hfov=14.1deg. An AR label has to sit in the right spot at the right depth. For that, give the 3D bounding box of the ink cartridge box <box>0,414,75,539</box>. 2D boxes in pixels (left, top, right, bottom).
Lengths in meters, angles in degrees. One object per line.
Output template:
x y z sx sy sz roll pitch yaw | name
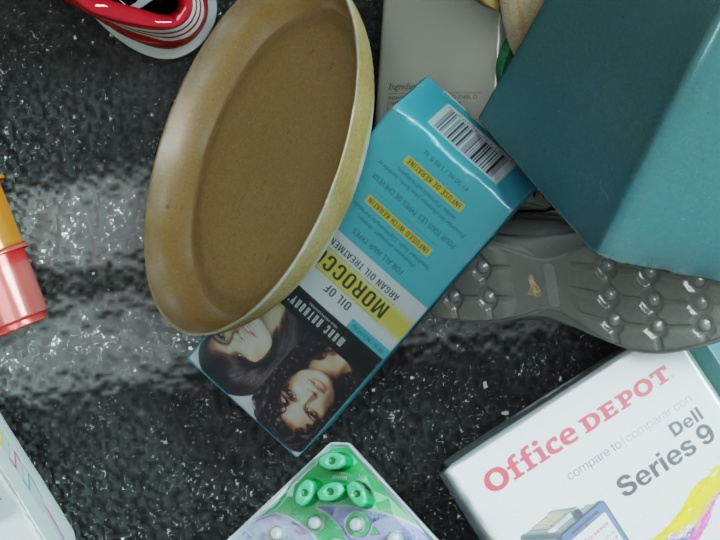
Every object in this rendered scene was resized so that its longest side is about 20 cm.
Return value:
-0.224 0.135 1.461 0.129 0.200 0.125 -31 100 -2 | ink cartridge box

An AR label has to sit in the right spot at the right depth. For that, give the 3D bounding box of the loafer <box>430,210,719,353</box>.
0.122 -0.001 1.507 0.200 0.070 0.070 9 116 35 | loafer

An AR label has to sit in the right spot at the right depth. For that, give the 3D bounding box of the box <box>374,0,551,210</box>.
0.060 -0.133 1.543 0.082 0.068 0.200 3 86 36 | box

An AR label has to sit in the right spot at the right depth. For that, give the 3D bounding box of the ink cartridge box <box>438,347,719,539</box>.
0.153 0.148 1.534 0.145 0.088 0.200 -32 85 -3 | ink cartridge box

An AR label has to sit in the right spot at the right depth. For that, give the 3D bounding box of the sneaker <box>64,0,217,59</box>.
-0.165 -0.186 1.534 0.200 0.116 0.078 27 87 1 | sneaker

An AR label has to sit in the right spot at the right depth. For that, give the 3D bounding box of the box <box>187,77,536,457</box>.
0.000 0.000 1.506 0.082 0.049 0.200 42 122 3 | box

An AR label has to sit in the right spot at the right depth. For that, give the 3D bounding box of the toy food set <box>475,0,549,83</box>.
0.129 -0.176 1.505 0.049 0.198 0.200 22 60 38 | toy food set

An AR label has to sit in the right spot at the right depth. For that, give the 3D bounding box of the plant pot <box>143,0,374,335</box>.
-0.049 -0.059 1.503 0.027 0.200 0.200 19 86 -29 | plant pot

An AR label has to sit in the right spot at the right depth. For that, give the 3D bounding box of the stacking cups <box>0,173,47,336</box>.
-0.226 -0.059 1.555 0.060 0.061 0.200 -20 88 -2 | stacking cups

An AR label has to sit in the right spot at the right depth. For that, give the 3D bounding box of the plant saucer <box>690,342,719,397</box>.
0.189 0.027 1.556 0.019 0.070 0.200 -35 87 33 | plant saucer

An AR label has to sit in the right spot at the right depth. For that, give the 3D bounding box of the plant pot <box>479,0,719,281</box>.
0.181 -0.114 1.410 0.141 0.141 0.200 10 117 -31 | plant pot

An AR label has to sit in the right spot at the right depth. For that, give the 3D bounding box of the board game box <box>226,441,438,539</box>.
-0.017 0.224 1.480 0.200 0.026 0.200 -43 80 5 | board game box
